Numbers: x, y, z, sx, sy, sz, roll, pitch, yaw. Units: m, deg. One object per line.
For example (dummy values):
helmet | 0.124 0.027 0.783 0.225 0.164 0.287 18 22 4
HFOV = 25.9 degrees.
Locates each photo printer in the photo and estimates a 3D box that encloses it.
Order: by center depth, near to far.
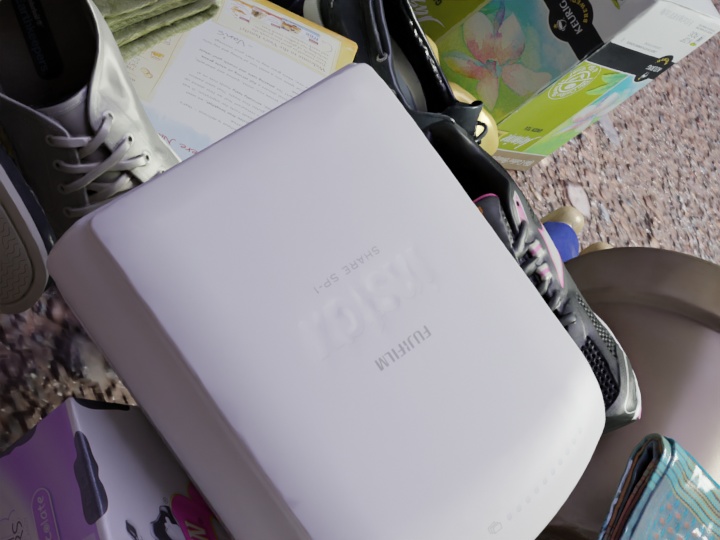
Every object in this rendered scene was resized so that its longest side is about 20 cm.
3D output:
photo printer | -0.004 0.035 0.620 0.166 0.069 0.201 -32 85 -34

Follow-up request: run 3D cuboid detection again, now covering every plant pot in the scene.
plant pot | 0.149 0.117 0.870 0.200 0.199 0.174 47 45 -13

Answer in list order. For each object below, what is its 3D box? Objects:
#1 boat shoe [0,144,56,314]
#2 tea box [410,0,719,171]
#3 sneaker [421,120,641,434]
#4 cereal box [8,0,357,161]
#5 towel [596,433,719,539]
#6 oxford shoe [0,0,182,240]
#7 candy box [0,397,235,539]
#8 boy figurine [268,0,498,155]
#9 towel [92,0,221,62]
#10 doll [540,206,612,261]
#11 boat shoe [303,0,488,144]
boat shoe | -0.187 -0.073 0.660 0.201 0.072 0.068 52 33 0
tea box | 0.118 -0.209 1.135 0.133 0.196 0.202 -1 59 -57
sneaker | 0.071 0.004 0.818 0.201 0.080 0.087 55 -6 33
cereal box | -0.085 -0.092 0.823 0.143 0.040 0.201 26 35 -6
towel | 0.176 0.193 0.772 0.200 0.022 0.148 41 64 -26
oxford shoe | -0.120 -0.052 0.694 0.202 0.074 0.058 68 -9 -25
candy box | -0.045 0.150 0.634 0.199 0.071 0.169 15 47 -49
boy figurine | 0.012 -0.133 1.035 0.199 0.064 0.125 34 36 -34
towel | -0.162 -0.172 0.751 0.037 0.147 0.202 81 -14 -68
doll | 0.149 0.039 1.072 0.136 0.048 0.201 44 30 -17
boat shoe | 0.041 -0.092 0.932 0.074 0.066 0.201 -17 79 -58
